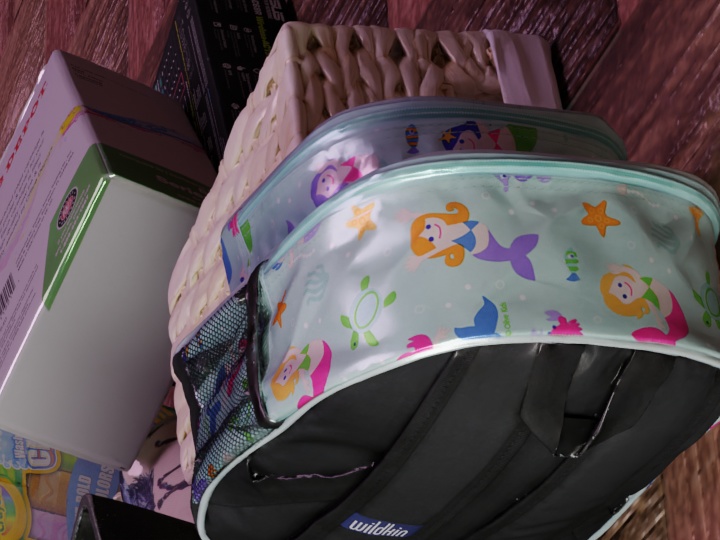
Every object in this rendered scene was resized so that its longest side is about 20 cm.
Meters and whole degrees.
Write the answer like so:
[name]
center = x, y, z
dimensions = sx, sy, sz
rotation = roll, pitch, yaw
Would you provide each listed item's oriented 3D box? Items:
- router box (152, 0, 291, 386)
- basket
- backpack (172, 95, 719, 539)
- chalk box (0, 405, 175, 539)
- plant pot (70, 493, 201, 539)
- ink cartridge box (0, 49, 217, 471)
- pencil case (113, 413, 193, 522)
[router box]
center = -0.076, -0.050, 1.646
dimensions = 0.200, 0.062, 0.150
rotation = -105, 30, -52
[basket]
center = 0.000, 0.000, 1.278
dimensions = 0.200, 0.123, 0.136
rotation = 118, 153, -45
[backpack]
center = 0.040, 0.023, 1.058
dimensions = 0.200, 0.177, 0.151
rotation = 139, 131, -59
[chalk box]
center = -0.180, 0.141, 1.634
dimensions = 0.125, 0.199, 0.124
rotation = 120, 160, -50
[plant pot]
center = -0.035, 0.228, 1.193
dimensions = 0.200, 0.177, 0.201
rotation = -121, 42, -63
[ink cartridge box]
center = -0.141, -0.009, 1.546
dimensions = 0.145, 0.084, 0.200
rotation = -63, 21, 15
[pencil case]
center = -0.077, 0.168, 1.462
dimensions = 0.089, 0.078, 0.201
rotation = -45, 35, 33
